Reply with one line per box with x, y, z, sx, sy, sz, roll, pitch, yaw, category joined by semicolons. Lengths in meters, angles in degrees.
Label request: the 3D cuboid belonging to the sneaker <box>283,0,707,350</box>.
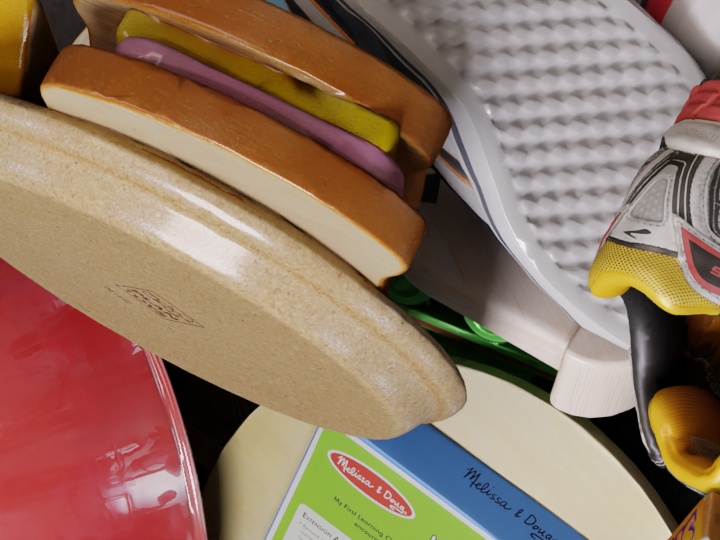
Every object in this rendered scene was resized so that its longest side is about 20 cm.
0.043;-0.061;0.843;0.078;0.079;0.200;-40;104;-6;sneaker

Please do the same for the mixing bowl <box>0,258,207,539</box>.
-0.147;0.071;1.014;0.200;0.108;0.201;42;141;47;mixing bowl

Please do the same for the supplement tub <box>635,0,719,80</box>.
0.118;-0.156;0.894;0.140;0.140;0.200;-39;64;25;supplement tub

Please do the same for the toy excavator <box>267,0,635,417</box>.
0.011;-0.056;0.917;0.194;0.100;0.201;8;62;-2;toy excavator

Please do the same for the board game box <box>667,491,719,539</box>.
0.153;0.144;0.791;0.096;0.200;0.030;-54;13;35;board game box

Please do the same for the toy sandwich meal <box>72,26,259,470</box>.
-0.036;-0.019;1.026;0.205;0.070;0.206;-5;82;34;toy sandwich meal

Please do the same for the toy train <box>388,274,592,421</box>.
0.000;0.000;0.954;0.200;0.042;0.057;23;127;12;toy train

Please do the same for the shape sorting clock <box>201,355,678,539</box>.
0.030;0.123;0.959;0.200;0.039;0.201;13;116;29;shape sorting clock

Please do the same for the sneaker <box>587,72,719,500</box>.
0.115;0.044;0.800;0.078;0.200;0.082;11;49;48;sneaker

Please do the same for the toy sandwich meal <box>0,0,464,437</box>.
-0.044;-0.022;0.852;0.205;0.205;0.070;19;74;35;toy sandwich meal
